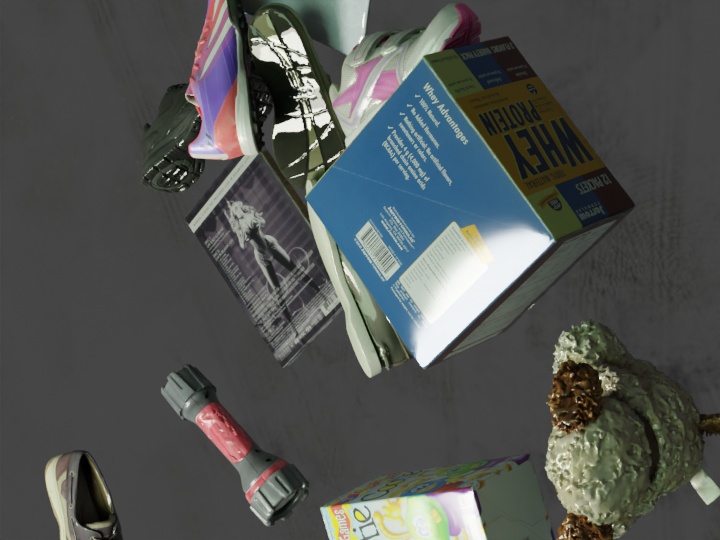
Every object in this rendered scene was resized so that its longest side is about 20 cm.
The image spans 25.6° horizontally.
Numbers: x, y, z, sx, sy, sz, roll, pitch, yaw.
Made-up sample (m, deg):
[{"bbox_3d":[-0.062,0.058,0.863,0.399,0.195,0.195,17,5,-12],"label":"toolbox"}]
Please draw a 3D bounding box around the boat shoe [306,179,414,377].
[{"bbox_3d":[0.000,0.000,1.563,0.072,0.060,0.204,135,116,-81],"label":"boat shoe"}]

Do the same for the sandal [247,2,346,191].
[{"bbox_3d":[-0.053,-0.170,1.553,0.079,0.057,0.203,-2,118,21],"label":"sandal"}]

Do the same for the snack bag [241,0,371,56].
[{"bbox_3d":[-0.046,-0.319,1.528,0.187,0.021,0.202,27,122,32],"label":"snack bag"}]

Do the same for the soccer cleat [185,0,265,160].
[{"bbox_3d":[-0.140,-0.199,1.545,0.072,0.068,0.202,-10,65,4],"label":"soccer cleat"}]

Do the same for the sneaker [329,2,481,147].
[{"bbox_3d":[0.031,-0.187,1.464,0.200,0.081,0.089,-43,77,39],"label":"sneaker"}]

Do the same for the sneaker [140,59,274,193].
[{"bbox_3d":[-0.167,-0.167,1.645,0.199,0.076,0.092,-35,55,29],"label":"sneaker"}]

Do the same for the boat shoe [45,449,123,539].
[{"bbox_3d":[-0.326,0.315,1.930,0.065,0.071,0.202,-26,81,46],"label":"boat shoe"}]

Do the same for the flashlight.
[{"bbox_3d":[-0.141,0.187,1.735,0.200,0.068,0.068,46,129,19],"label":"flashlight"}]

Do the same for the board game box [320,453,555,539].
[{"bbox_3d":[0.075,0.254,1.548,0.198,0.104,0.104,-15,93,41],"label":"board game box"}]

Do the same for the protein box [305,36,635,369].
[{"bbox_3d":[0.094,-0.061,1.413,0.200,0.134,0.200,55,130,13],"label":"protein box"}]

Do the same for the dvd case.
[{"bbox_3d":[-0.095,-0.019,1.666,0.201,0.016,0.149,55,131,12],"label":"dvd case"}]

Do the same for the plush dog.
[{"bbox_3d":[0.220,0.154,1.348,0.159,0.171,0.203,0,103,39],"label":"plush dog"}]
